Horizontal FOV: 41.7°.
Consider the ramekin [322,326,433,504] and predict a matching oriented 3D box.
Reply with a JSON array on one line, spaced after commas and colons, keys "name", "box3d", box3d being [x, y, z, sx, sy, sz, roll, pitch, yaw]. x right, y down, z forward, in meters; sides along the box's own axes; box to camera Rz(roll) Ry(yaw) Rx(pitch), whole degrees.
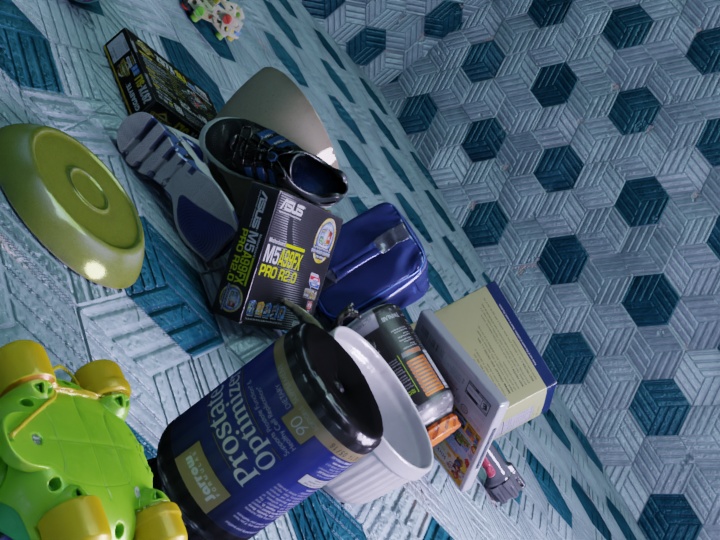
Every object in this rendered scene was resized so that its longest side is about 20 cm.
[{"name": "ramekin", "box3d": [-0.011, 0.179, 1.125, 0.201, 0.104, 0.201, 51, 14, -18]}]

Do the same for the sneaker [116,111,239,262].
[{"name": "sneaker", "box3d": [-0.212, -0.116, 1.198, 0.201, 0.080, 0.115, 53, 15, 1]}]

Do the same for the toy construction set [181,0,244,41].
[{"name": "toy construction set", "box3d": [-0.291, -0.520, 1.917, 0.132, 0.092, 0.200, 50, 3, -17]}]

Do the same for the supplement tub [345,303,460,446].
[{"name": "supplement tub", "box3d": [0.052, 0.160, 1.349, 0.202, 0.122, 0.122, 58, 14, 15]}]

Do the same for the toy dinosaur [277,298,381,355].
[{"name": "toy dinosaur", "box3d": [-0.029, 0.095, 1.208, 0.048, 0.087, 0.202, 49, -14, 53]}]

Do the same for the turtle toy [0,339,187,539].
[{"name": "turtle toy", "box3d": [-0.204, 0.129, 0.580, 0.147, 0.100, 0.199, 60, 15, 26]}]

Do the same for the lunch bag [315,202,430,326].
[{"name": "lunch bag", "box3d": [0.000, 0.000, 1.424, 0.137, 0.198, 0.133, 57, -5, 23]}]

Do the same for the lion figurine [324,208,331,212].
[{"name": "lion figurine", "box3d": [-0.123, -0.128, 1.564, 0.199, 0.072, 0.123, 29, 20, -52]}]

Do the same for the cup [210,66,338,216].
[{"name": "cup", "box3d": [-0.142, -0.156, 1.308, 0.201, 0.142, 0.202, 48, -21, 25]}]

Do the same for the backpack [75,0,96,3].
[{"name": "backpack", "box3d": [-0.383, -0.476, 1.294, 0.201, 0.174, 0.155, 49, 31, -24]}]

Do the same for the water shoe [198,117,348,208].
[{"name": "water shoe", "box3d": [-0.104, -0.143, 1.185, 0.197, 0.073, 0.079, 21, -10, -16]}]

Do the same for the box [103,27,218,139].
[{"name": "box", "box3d": [-0.269, -0.237, 1.367, 0.199, 0.049, 0.161, 35, 21, -55]}]

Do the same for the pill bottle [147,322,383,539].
[{"name": "pill bottle", "box3d": [-0.087, 0.142, 0.740, 0.112, 0.199, 0.112, 49, 13, -16]}]

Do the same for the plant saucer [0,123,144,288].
[{"name": "plant saucer", "box3d": [-0.283, -0.073, 0.955, 0.201, 0.031, 0.201, 51, 13, -16]}]

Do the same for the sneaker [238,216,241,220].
[{"name": "sneaker", "box3d": [-0.137, -0.048, 1.355, 0.201, 0.070, 0.074, -119, -153, -57]}]

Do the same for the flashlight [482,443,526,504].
[{"name": "flashlight", "box3d": [0.201, 0.314, 1.631, 0.202, 0.068, 0.067, 56, -30, -14]}]

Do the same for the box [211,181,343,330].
[{"name": "box", "box3d": [-0.098, -0.010, 1.179, 0.044, 0.163, 0.199, 18, -1, 21]}]

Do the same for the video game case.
[{"name": "video game case", "box3d": [0.125, 0.190, 1.390, 0.023, 0.184, 0.201, -11, 45, -33]}]

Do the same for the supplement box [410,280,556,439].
[{"name": "supplement box", "box3d": [0.179, 0.167, 1.535, 0.202, 0.197, 0.135, 60, -9, 26]}]
